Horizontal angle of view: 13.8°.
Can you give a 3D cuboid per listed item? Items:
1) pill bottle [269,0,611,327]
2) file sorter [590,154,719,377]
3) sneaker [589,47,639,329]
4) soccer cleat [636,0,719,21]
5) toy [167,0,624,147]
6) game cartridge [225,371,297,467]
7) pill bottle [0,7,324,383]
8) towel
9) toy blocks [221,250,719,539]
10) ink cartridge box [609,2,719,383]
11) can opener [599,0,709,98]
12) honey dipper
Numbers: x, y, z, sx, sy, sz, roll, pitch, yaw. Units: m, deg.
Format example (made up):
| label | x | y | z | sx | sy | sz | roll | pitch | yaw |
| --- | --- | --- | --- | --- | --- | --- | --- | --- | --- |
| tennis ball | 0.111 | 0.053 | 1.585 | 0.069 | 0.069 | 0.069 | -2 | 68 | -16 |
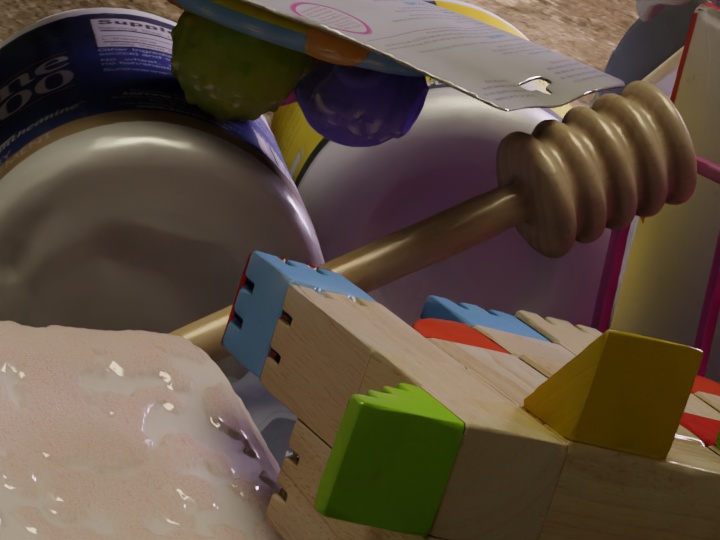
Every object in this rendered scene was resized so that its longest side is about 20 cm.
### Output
| label | x | y | z | sx | sy | sz | roll | pitch | yaw |
| --- | --- | --- | --- | --- | --- | --- | --- | --- | --- |
| pill bottle | 0.024 | -0.033 | 1.040 | 0.111 | 0.113 | 0.200 | 11 | 17 | -8 |
| file sorter | 0.175 | 0.040 | 0.882 | 0.199 | 0.140 | 0.125 | 2 | 17 | -32 |
| sneaker | 0.129 | -0.021 | 1.171 | 0.088 | 0.076 | 0.200 | 15 | 26 | -9 |
| soccer cleat | 0.170 | -0.067 | 0.899 | 0.199 | 0.086 | 0.069 | 30 | -22 | -17 |
| toy | -0.035 | -0.071 | 0.858 | 0.199 | 0.047 | 0.115 | 26 | 16 | 17 |
| game cartridge | 0.021 | 0.088 | 0.751 | 0.199 | 0.041 | 0.133 | 18 | 24 | 18 |
| pill bottle | -0.077 | -0.018 | 0.919 | 0.110 | 0.112 | 0.200 | 9 | 17 | -13 |
| towel | -0.086 | 0.064 | 0.645 | 0.199 | 0.032 | 0.191 | 7 | 28 | -36 |
| toy blocks | 0.053 | 0.050 | 0.699 | 0.199 | 0.100 | 0.137 | 13 | 11 | -27 |
| ink cartridge box | 0.197 | -0.004 | 1.018 | 0.199 | 0.148 | 0.083 | 2 | 21 | -30 |
| can opener | 0.148 | -0.096 | 1.043 | 0.052 | 0.200 | 0.067 | 9 | 56 | -41 |
| honey dipper | 0.000 | 0.000 | 0.802 | 0.199 | 0.038 | 0.038 | -23 | 31 | -20 |
